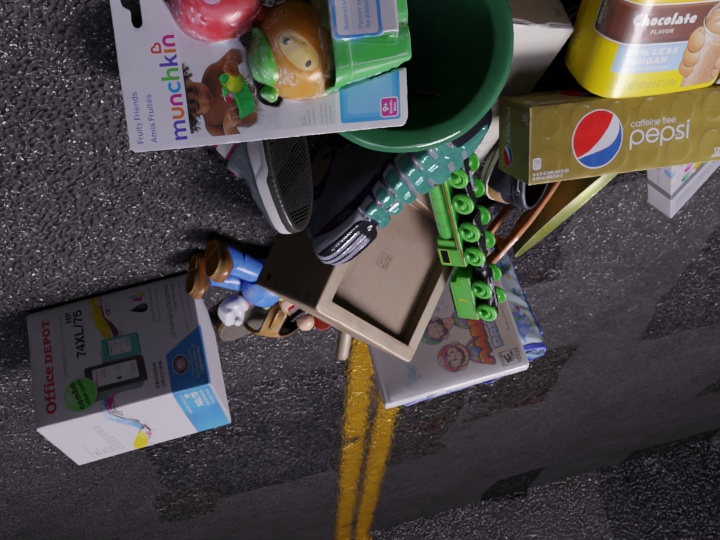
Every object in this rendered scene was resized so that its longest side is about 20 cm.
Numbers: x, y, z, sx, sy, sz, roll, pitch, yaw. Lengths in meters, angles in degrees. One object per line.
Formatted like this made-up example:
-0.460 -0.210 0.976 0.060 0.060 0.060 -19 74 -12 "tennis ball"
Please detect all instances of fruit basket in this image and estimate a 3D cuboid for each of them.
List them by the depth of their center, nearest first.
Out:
-0.065 -0.182 0.553 0.196 0.189 0.094 -8 -172 -21 "fruit basket"

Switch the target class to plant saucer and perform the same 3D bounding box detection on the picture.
0.247 -0.092 0.965 0.199 0.031 0.200 -39 171 -7 "plant saucer"

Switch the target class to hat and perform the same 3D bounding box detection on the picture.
0.010 -0.191 0.714 0.196 0.169 0.176 -6 -166 -8 "hat"

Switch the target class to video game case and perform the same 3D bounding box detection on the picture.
0.089 0.048 1.017 0.179 0.203 0.024 -14 158 -4 "video game case"

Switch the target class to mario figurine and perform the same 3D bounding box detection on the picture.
-0.098 0.032 0.975 0.197 0.108 0.123 14 -175 -34 "mario figurine"

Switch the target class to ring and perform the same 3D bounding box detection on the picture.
0.163 -0.057 0.940 0.201 0.019 0.200 -51 -177 4 "ring"

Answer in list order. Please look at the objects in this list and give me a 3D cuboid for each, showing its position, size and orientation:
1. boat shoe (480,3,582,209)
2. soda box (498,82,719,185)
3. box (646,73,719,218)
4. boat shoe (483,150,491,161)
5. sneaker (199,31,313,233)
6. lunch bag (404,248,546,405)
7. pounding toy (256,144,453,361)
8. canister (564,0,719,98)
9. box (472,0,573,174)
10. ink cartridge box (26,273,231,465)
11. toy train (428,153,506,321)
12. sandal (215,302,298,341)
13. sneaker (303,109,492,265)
0.181 -0.150 0.795 0.074 0.062 0.203 1 119 -46 "boat shoe"
0.225 -0.127 0.742 0.196 0.064 0.069 -9 111 -15 "soda box"
0.371 -0.164 0.897 0.156 0.041 0.200 -46 150 -4 "box"
0.208 -0.150 0.864 0.197 0.072 0.072 -21 153 7 "boat shoe"
-0.120 -0.115 0.656 0.119 0.203 0.084 -12 -164 27 "sneaker"
0.123 0.060 1.093 0.197 0.172 0.128 -17 154 -3 "lunch bag"
0.000 0.000 0.879 0.141 0.187 0.199 19 171 45 "pounding toy"
0.252 -0.244 0.655 0.146 0.087 0.202 -10 139 -15 "canister"
0.103 -0.174 0.764 0.081 0.069 0.201 -2 149 -25 "box"
-0.275 0.121 1.004 0.196 0.149 0.147 -15 153 -6 "ink cartridge box"
0.101 -0.032 0.824 0.056 0.042 0.202 6 131 32 "toy train"
-0.095 0.056 1.087 0.196 0.055 0.082 -16 153 -2 "sandal"
0.020 -0.099 0.734 0.199 0.088 0.074 -40 159 3 "sneaker"
